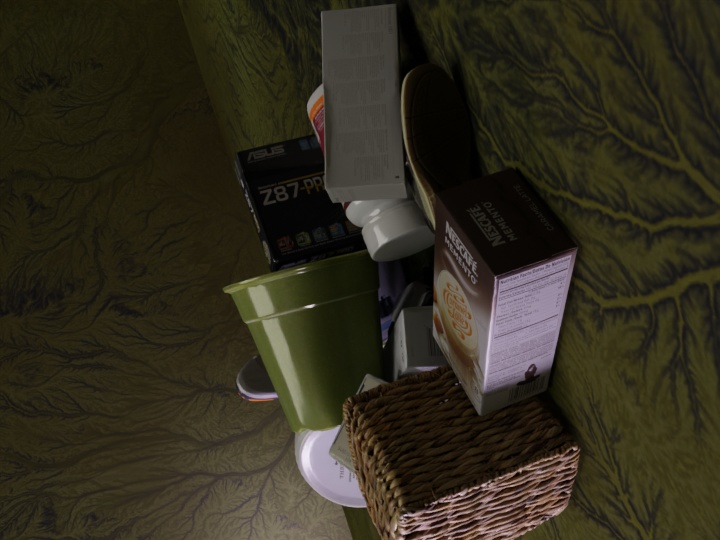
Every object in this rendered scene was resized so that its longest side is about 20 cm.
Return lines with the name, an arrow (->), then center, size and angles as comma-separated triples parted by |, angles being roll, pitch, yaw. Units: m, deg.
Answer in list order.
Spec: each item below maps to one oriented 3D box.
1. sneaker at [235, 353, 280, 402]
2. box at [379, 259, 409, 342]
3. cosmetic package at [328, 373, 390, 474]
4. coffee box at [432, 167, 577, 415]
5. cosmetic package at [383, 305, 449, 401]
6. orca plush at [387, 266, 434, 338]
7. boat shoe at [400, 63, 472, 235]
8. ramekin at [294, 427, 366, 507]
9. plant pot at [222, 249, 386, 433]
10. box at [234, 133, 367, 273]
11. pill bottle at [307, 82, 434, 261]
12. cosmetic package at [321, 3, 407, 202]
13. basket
sneaker -> -0.116, 0.172, 1.159 | 0.078, 0.200, 0.112 | 51, 129, 22
box -> 0.000, 0.000, 1.082 | 0.060, 0.116, 0.201 | -15, 97, 43
cosmetic package -> 0.068, 0.201, 0.888 | 0.071, 0.105, 0.200 | 22, 173, 45
coffee box -> 0.124, 0.024, 0.710 | 0.200, 0.079, 0.115 | 85, 162, -46
cosmetic package -> 0.084, 0.107, 0.922 | 0.200, 0.101, 0.074 | 110, 159, -68
orca plush -> 0.095, 0.050, 0.978 | 0.105, 0.071, 0.200 | -65, 6, -22
boat shoe -> 0.074, -0.104, 0.769 | 0.065, 0.073, 0.201 | 27, 134, 66
ramekin -> -0.003, 0.247, 1.104 | 0.094, 0.202, 0.203 | -75, -25, -64
plant pot -> -0.045, 0.088, 0.929 | 0.200, 0.199, 0.191 | 157, 98, -77
box -> -0.044, -0.097, 0.993 | 0.049, 0.199, 0.162 | 114, 138, -64
pill bottle -> 0.022, -0.120, 0.875 | 0.114, 0.114, 0.201 | 111, 139, -71
cosmetic package -> 0.004, -0.174, 0.805 | 0.051, 0.082, 0.201 | 56, -149, -74
basket -> 0.097, 0.195, 0.785 | 0.149, 0.199, 0.143 | -123, 22, -45
